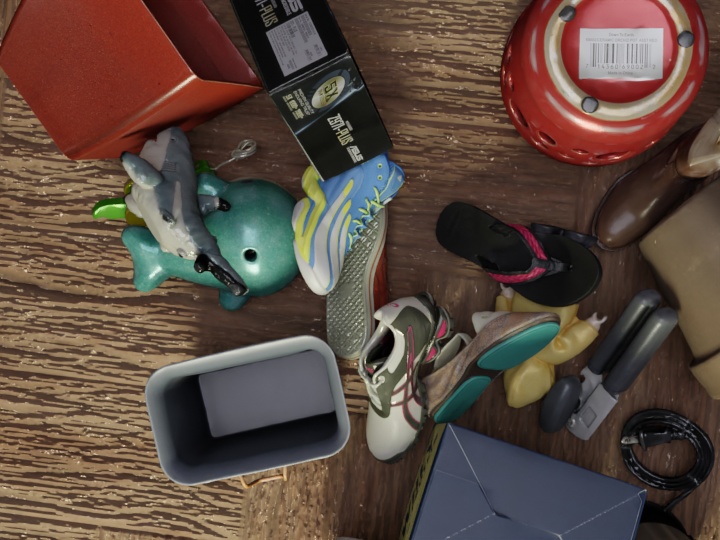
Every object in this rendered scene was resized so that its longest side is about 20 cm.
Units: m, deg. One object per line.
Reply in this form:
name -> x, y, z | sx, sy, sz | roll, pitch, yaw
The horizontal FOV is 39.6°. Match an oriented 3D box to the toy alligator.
toy alligator -> -0.199, -0.086, 1.118 | 0.199, 0.059, 0.054 | -22, 132, 1

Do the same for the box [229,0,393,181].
box -> -0.057, -0.220, 1.010 | 0.086, 0.164, 0.200 | -25, 60, 4

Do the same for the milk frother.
milk frother -> 0.309, 0.262, 1.017 | 0.180, 0.188, 0.201 | -26, 89, 4

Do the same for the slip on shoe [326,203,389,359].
slip on shoe -> 0.000, 0.000, 1.102 | 0.074, 0.061, 0.201 | -3, 78, 25

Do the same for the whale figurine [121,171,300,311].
whale figurine -> -0.154, -0.024, 1.071 | 0.199, 0.104, 0.160 | -10, 110, -4

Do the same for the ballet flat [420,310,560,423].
ballet flat -> 0.126, 0.085, 1.056 | 0.200, 0.068, 0.067 | -45, 50, 33

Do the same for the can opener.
can opener -> 0.250, 0.105, 1.038 | 0.053, 0.067, 0.200 | 55, 139, 33

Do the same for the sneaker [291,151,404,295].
sneaker -> -0.010, -0.073, 1.052 | 0.105, 0.076, 0.201 | -8, 64, 21

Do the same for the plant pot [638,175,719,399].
plant pot -> 0.381, 0.003, 1.011 | 0.200, 0.200, 0.175 | -38, 79, 4

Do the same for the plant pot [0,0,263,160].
plant pot -> -0.254, -0.222, 1.054 | 0.176, 0.200, 0.200 | -37, 88, 15

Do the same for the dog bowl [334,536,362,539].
dog bowl -> 0.043, 0.339, 1.042 | 0.199, 0.200, 0.059 | 22, 68, 4

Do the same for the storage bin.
storage bin -> -0.107, 0.149, 1.073 | 0.199, 0.134, 0.146 | -13, 90, 5

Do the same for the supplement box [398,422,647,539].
supplement box -> 0.153, 0.248, 1.013 | 0.199, 0.200, 0.135 | 18, 82, 4

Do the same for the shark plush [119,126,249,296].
shark plush -> -0.171, -0.063, 1.009 | 0.083, 0.091, 0.200 | -27, 57, -23

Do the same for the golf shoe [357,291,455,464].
golf shoe -> 0.028, 0.116, 1.066 | 0.077, 0.088, 0.201 | 33, 117, 45

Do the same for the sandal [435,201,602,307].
sandal -> 0.156, -0.018, 1.051 | 0.200, 0.045, 0.075 | 25, 97, 32

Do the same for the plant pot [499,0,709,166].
plant pot -> 0.247, -0.214, 1.017 | 0.200, 0.182, 0.201 | 0, 89, 4

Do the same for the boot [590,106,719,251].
boot -> 0.315, -0.095, 1.002 | 0.064, 0.200, 0.186 | 43, 93, 3

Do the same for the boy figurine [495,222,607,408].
boy figurine -> 0.203, 0.053, 1.077 | 0.124, 0.064, 0.201 | 13, 94, 30
